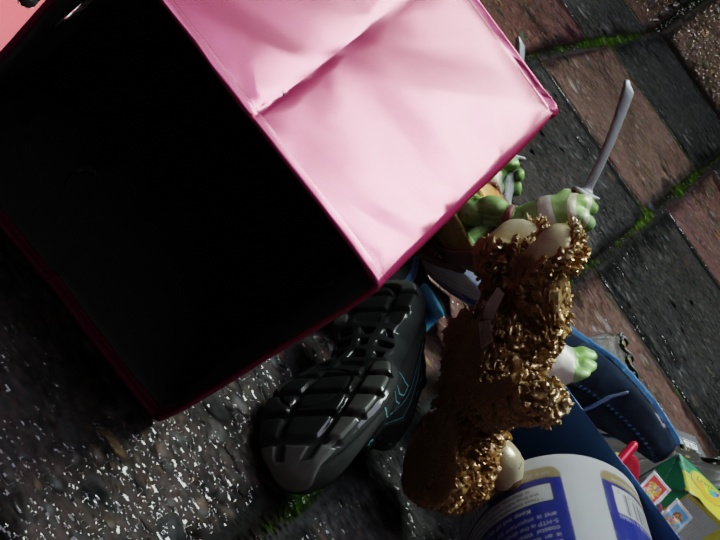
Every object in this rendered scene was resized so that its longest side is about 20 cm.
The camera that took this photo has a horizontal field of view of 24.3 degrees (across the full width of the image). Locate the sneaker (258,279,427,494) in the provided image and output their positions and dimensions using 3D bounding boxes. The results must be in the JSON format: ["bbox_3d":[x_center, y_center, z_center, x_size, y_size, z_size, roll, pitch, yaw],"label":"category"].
[{"bbox_3d":[0.003,0.082,1.007,0.200,0.075,0.080,-53,135,-54],"label":"sneaker"}]

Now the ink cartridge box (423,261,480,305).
[{"bbox_3d":[0.049,-0.033,1.255,0.200,0.042,0.119,45,-8,-31],"label":"ink cartridge box"}]

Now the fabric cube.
[{"bbox_3d":[-0.057,-0.079,0.871,0.200,0.196,0.199,52,45,-6],"label":"fabric cube"}]

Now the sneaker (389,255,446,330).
[{"bbox_3d":[0.000,0.000,1.115,0.082,0.073,0.200,52,19,19],"label":"sneaker"}]

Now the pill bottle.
[{"bbox_3d":[0.132,0.221,1.009,0.120,0.119,0.201,41,25,-31],"label":"pill bottle"}]

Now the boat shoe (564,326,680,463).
[{"bbox_3d":[0.159,0.093,1.269,0.200,0.069,0.084,38,-19,49],"label":"boat shoe"}]

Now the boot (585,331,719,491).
[{"bbox_3d":[0.224,0.120,1.320,0.199,0.069,0.175,-2,50,-14],"label":"boot"}]

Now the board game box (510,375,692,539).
[{"bbox_3d":[0.151,0.133,1.150,0.039,0.158,0.200,-39,94,-27],"label":"board game box"}]

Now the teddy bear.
[{"bbox_3d":[0.091,0.058,1.027,0.067,0.145,0.201,22,70,-28],"label":"teddy bear"}]

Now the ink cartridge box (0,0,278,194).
[{"bbox_3d":[-0.125,-0.126,1.001,0.200,0.050,0.161,50,48,-17],"label":"ink cartridge box"}]

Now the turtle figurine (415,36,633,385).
[{"bbox_3d":[0.127,-0.033,1.148,0.200,0.143,0.195,-40,122,-34],"label":"turtle figurine"}]

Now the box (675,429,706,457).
[{"bbox_3d":[0.262,0.203,1.414,0.200,0.048,0.159,22,39,-54],"label":"box"}]

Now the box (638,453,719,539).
[{"bbox_3d":[0.253,0.230,1.257,0.200,0.117,0.049,43,25,-28],"label":"box"}]
